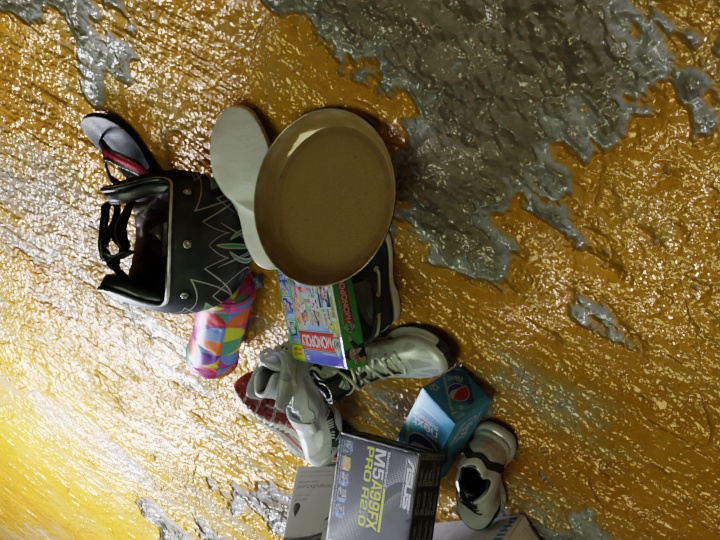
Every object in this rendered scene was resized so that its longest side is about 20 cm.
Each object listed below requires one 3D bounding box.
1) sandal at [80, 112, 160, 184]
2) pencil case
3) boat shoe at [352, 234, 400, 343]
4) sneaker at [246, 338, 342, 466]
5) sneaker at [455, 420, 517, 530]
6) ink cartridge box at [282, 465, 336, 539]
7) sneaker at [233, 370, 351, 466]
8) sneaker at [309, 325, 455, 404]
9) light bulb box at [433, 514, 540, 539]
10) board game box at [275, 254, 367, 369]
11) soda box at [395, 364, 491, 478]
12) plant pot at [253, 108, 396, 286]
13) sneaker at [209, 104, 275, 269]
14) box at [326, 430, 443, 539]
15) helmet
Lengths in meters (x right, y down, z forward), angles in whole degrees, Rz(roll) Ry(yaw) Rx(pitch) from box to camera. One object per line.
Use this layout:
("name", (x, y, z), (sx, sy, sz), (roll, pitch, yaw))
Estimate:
("sandal", (-0.306, -0.129, 1.638), (0.200, 0.045, 0.075), (50, 142, -8))
("pencil case", (-0.194, 0.068, 1.696), (0.088, 0.088, 0.200), (35, 140, 11))
("boat shoe", (0.000, 0.000, 1.469), (0.075, 0.060, 0.201), (8, 130, 38))
("sneaker", (-0.090, 0.180, 1.632), (0.075, 0.115, 0.201), (15, 114, 44))
("sneaker", (0.148, 0.280, 1.584), (0.074, 0.080, 0.200), (24, 140, 21))
("ink cartridge box", (-0.029, 0.379, 1.700), (0.145, 0.201, 0.084), (-6, 146, 25))
("sneaker", (-0.103, 0.222, 1.757), (0.200, 0.078, 0.082), (37, 143, 10))
("sneaker", (0.018, 0.130, 1.529), (0.200, 0.115, 0.076), (-2, 123, 43))
("light bulb box", (0.178, 0.454, 1.680), (0.200, 0.125, 0.199), (-18, 111, 48))
("board game box", (-0.051, 0.046, 1.488), (0.200, 0.029, 0.135), (178, 82, -68))
("soda box", (0.096, 0.209, 1.562), (0.064, 0.068, 0.200), (48, 145, 21))
("plant pot", (-0.037, -0.081, 1.376), (0.199, 0.027, 0.201), (-3, 84, 35))
("sneaker", (-0.128, -0.103, 1.488), (0.075, 0.089, 0.201), (-13, 100, 10))
("box", (0.025, 0.315, 1.547), (0.160, 0.044, 0.201), (7, 89, 52))
("helmet", (-0.226, -0.036, 1.532), (0.190, 0.200, 0.201), (3, 128, 21))
